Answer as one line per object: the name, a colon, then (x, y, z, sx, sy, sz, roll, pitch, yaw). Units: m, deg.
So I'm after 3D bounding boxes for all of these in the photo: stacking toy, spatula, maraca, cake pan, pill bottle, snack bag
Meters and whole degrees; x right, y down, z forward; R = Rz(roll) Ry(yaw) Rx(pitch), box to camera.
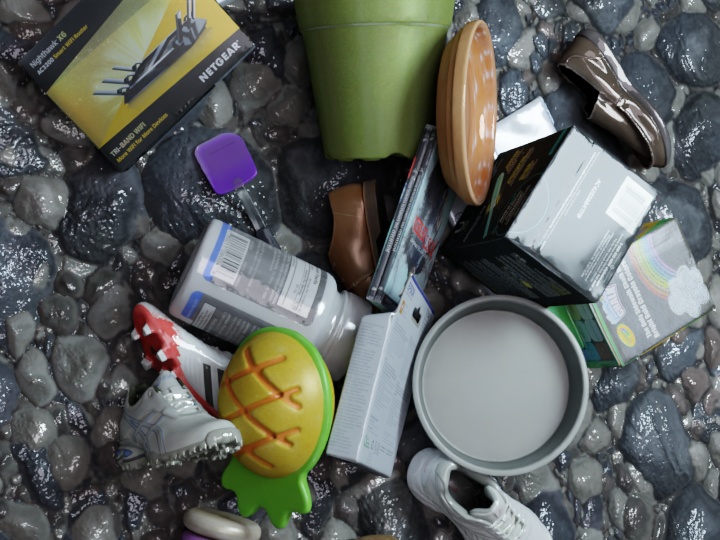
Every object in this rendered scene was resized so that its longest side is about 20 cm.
stacking toy: (-0.167, 0.356, 1.169, 0.085, 0.085, 0.202, 16, 83, -16)
spatula: (-0.118, -0.060, 1.257, 0.056, 0.021, 0.201, -27, 98, 0)
maraca: (-0.088, 0.157, 1.130, 0.107, 0.136, 0.202, 0, 99, -54)
cake pan: (0.156, 0.129, 1.259, 0.198, 0.037, 0.202, 0, 82, -2)
pill bottle: (-0.095, 0.036, 1.203, 0.199, 0.114, 0.115, 26, 76, -11)
snack bag: (0.194, -0.090, 1.369, 0.199, 0.021, 0.190, -30, 94, -19)

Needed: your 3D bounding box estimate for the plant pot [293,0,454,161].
plant pot: (0.018, -0.220, 1.252, 0.198, 0.200, 0.192, -5, 98, -19)

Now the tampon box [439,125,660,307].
tampon box: (0.206, -0.053, 1.252, 0.126, 0.200, 0.150, 35, 78, -12)

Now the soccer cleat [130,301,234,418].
soccer cleat: (-0.168, 0.106, 1.204, 0.085, 0.069, 0.200, -42, 98, -32)

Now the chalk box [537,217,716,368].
chalk box: (0.295, 0.039, 1.337, 0.199, 0.124, 0.125, -27, 94, -18)

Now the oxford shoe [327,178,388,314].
oxford shoe: (0.000, 0.000, 1.281, 0.071, 0.071, 0.202, -7, 89, 11)

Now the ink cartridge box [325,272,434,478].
ink cartridge box: (0.025, 0.115, 1.203, 0.040, 0.200, 0.202, 14, 78, 15)

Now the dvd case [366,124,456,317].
dvd case: (0.065, -0.044, 1.247, 0.022, 0.146, 0.201, 18, 81, 19)

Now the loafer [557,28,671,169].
loafer: (0.313, -0.204, 1.404, 0.071, 0.073, 0.201, -36, 91, -8)

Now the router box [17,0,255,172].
router box: (-0.235, -0.230, 1.189, 0.200, 0.052, 0.157, -44, 99, 2)

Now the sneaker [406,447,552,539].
sneaker: (0.146, 0.279, 1.270, 0.199, 0.099, 0.078, 34, 76, -12)

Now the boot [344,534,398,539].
boot: (0.032, 0.394, 1.239, 0.075, 0.073, 0.202, -6, 84, -29)

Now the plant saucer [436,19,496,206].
plant saucer: (0.117, -0.172, 1.228, 0.037, 0.200, 0.202, 3, 82, 16)

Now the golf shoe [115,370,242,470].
golf shoe: (-0.190, 0.149, 1.119, 0.078, 0.199, 0.098, 0, 81, -41)

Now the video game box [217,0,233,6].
video game box: (-0.198, -0.380, 1.254, 0.199, 0.047, 0.183, -33, 98, -19)
